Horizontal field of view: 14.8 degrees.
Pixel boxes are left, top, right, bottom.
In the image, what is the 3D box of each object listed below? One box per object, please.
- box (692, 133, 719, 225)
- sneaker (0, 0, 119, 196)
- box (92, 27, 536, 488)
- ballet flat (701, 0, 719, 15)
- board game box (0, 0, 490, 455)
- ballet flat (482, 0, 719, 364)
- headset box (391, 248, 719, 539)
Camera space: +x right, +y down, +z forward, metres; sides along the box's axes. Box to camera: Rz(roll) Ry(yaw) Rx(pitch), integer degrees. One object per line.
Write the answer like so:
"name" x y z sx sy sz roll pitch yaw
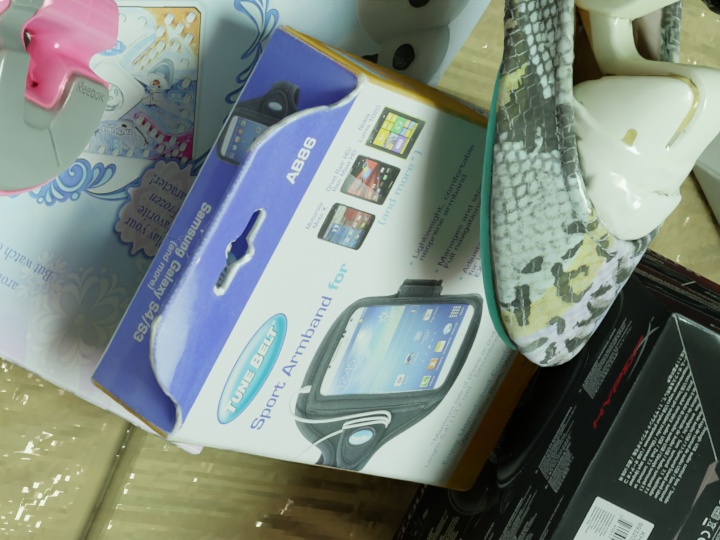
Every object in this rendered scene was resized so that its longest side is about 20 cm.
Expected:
"box" 0.260 0.010 1.062 0.131 0.200 0.199 -45 137 -11
"sneaker" -0.100 -0.123 0.708 0.079 0.095 0.201 26 78 -61
"box" 0.000 0.000 0.853 0.200 0.041 0.119 18 103 -56
"ballet flat" 0.087 -0.135 0.909 0.200 0.072 0.072 30 93 -47
"board game box" -0.065 -0.066 0.824 0.200 0.043 0.199 33 90 -49
"ballet flat" 0.075 -0.071 0.798 0.072 0.072 0.201 0 94 -43
"headset box" 0.082 0.072 0.955 0.077 0.200 0.149 27 97 -10
